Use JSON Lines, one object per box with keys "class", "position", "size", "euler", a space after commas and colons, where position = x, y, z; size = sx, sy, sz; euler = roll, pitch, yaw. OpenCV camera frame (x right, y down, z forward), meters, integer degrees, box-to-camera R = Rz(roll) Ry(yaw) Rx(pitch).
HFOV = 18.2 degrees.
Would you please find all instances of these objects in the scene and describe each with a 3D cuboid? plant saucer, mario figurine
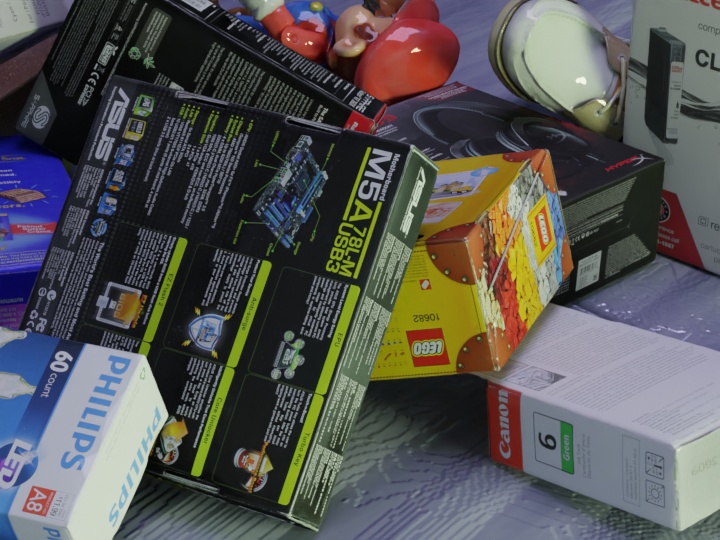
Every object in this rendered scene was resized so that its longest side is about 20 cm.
{"class": "plant saucer", "position": [-0.248, -0.109, 1.502], "size": [0.199, 0.037, 0.201], "euler": [-27, 18, 9]}
{"class": "mario figurine", "position": [-0.020, -0.170, 1.537], "size": [0.199, 0.107, 0.123], "euler": [11, 27, 28]}

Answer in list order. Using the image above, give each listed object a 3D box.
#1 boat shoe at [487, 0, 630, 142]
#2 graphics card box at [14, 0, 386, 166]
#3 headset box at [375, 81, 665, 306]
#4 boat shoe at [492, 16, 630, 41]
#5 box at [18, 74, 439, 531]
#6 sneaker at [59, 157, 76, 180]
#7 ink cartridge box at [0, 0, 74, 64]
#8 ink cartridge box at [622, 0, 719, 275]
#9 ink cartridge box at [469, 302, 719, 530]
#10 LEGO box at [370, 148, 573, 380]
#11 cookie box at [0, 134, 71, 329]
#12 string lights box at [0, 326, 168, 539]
{"class": "boat shoe", "position": [0.159, -0.124, 1.469], "size": [0.068, 0.075, 0.199], "euler": [28, 3, 39]}
{"class": "graphics card box", "position": [-0.098, -0.093, 1.370], "size": [0.199, 0.126, 0.051], "euler": [29, 21, 1]}
{"class": "headset box", "position": [0.069, -0.048, 1.426], "size": [0.199, 0.078, 0.148], "euler": [26, 34, 38]}
{"class": "boat shoe", "position": [0.186, -0.132, 1.614], "size": [0.200, 0.074, 0.067], "euler": [37, 0, 25]}
{"class": "box", "position": [-0.078, 0.012, 1.171], "size": [0.192, 0.202, 0.047], "euler": [14, -10, 24]}
{"class": "sneaker", "position": [-0.148, -0.095, 1.536], "size": [0.082, 0.072, 0.200], "euler": [20, 35, 10]}
{"class": "ink cartridge box", "position": [-0.295, -0.123, 1.394], "size": [0.199, 0.045, 0.176], "euler": [-22, 3, 40]}
{"class": "ink cartridge box", "position": [0.245, -0.103, 1.407], "size": [0.144, 0.202, 0.083], "euler": [23, 32, 38]}
{"class": "ink cartridge box", "position": [0.128, 0.072, 1.203], "size": [0.108, 0.051, 0.199], "euler": [-21, 25, -38]}
{"class": "LEGO box", "position": [0.000, 0.000, 1.258], "size": [0.198, 0.078, 0.149], "euler": [-5, 19, 24]}
{"class": "cookie box", "position": [-0.245, -0.007, 1.320], "size": [0.170, 0.076, 0.200], "euler": [-6, 27, -17]}
{"class": "string lights box", "position": [-0.208, 0.080, 1.118], "size": [0.198, 0.059, 0.103], "euler": [10, 56, 18]}
